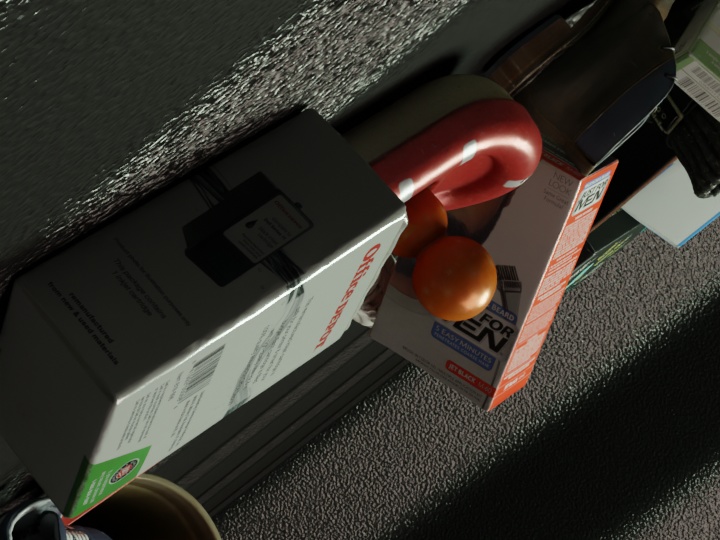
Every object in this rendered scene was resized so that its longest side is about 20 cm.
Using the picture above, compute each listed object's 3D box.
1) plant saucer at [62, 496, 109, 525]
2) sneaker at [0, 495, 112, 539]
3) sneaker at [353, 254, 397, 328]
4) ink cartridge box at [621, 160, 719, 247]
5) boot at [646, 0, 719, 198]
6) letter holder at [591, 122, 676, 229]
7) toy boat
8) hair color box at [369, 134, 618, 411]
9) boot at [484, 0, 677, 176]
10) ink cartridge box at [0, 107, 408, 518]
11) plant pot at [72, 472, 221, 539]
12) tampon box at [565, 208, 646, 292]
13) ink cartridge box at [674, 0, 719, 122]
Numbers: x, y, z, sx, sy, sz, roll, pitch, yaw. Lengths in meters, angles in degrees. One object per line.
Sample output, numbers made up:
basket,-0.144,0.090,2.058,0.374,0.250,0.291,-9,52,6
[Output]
plant saucer,-0.183,0.139,1.597,0.200,0.037,0.200,-34,173,-21
sneaker,-0.241,0.226,1.513,0.108,0.070,0.200,-28,160,31
sneaker,0.000,0.000,1.405,0.075,0.081,0.200,-36,173,5
ink cartridge box,0.331,-0.144,1.802,0.146,0.086,0.200,-43,-159,41
boot,0.226,-0.118,1.429,0.079,0.158,0.211,-32,173,-33
letter holder,0.245,-0.136,1.617,0.142,0.101,0.200,-35,174,-39
toy boat,0.035,-0.028,1.149,0.200,0.131,0.131,-34,173,-28
hair color box,0.092,-0.014,1.342,0.064,0.111,0.200,-28,143,-53
boot,0.188,-0.149,1.269,0.200,0.097,0.075,-36,174,-12
ink cartridge box,-0.086,0.021,0.980,0.200,0.083,0.147,-33,164,-32
plant pot,-0.250,0.296,1.787,0.200,0.200,0.173,-33,-171,-31
tampon box,0.180,-0.048,1.837,0.150,0.126,0.200,-42,172,33
ink cartridge box,0.317,-0.172,1.334,0.200,0.145,0.048,-56,-170,-23
